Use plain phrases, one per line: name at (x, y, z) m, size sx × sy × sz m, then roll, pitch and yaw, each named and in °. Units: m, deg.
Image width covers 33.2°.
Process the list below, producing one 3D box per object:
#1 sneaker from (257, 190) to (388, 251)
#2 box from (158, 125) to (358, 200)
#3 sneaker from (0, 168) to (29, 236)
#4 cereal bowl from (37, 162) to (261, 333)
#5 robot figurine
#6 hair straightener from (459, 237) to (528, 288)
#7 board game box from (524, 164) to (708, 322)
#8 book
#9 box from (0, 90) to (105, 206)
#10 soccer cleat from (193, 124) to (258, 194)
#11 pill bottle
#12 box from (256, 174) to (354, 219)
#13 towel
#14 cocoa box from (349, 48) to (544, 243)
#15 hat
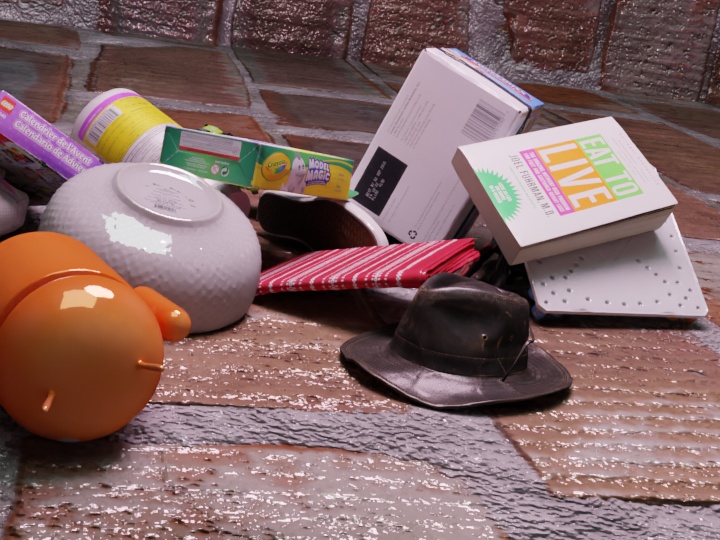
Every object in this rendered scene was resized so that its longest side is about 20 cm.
sneaker at (-0.022, -0.051, 1.304) m, size 0.085 × 0.073 × 0.200 m, roll -3°, pitch 21°, yaw -41°
box at (-0.092, -0.104, 1.200) m, size 0.117 × 0.049 × 0.200 m, roll 14°, pitch 4°, yaw 28°
sneaker at (-0.402, -0.075, 1.206) m, size 0.088 × 0.082 × 0.200 m, roll -3°, pitch 25°, yaw -46°
cereal bowl at (-0.177, -0.036, 1.061) m, size 0.200 × 0.083 × 0.200 m, roll 18°, pitch 29°, yaw -10°
robot figurine at (-0.206, 0.044, 0.817) m, size 0.144 × 0.117 × 0.200 m, roll 31°, pitch 0°, yaw -35°
hair straightener at (0.161, 0.001, 1.311) m, size 0.077 × 0.041 × 0.200 m, roll 33°, pitch 15°, yaw 8°
board game box at (0.248, -0.034, 1.267) m, size 0.199 × 0.026 × 0.200 m, roll 2°, pitch 56°, yaw -21°
book at (0.209, -0.086, 1.247) m, size 0.200 × 0.048 × 0.134 m, roll -15°, pitch 62°, yaw -26°
box at (-0.350, -0.118, 1.218) m, size 0.137 × 0.039 × 0.200 m, roll 37°, pitch -21°, yaw -32°
soccer cleat at (-0.159, -0.133, 1.439) m, size 0.199 × 0.081 × 0.068 m, roll 0°, pitch 15°, yaw 21°
pill bottle at (-0.212, -0.105, 1.293) m, size 0.200 × 0.104 × 0.104 m, roll 38°, pitch 28°, yaw 24°
box at (-0.027, -0.084, 1.484) m, size 0.143 × 0.036 × 0.200 m, roll 12°, pitch 19°, yaw 13°
towel at (0.000, 0.000, 1.146) m, size 0.200 × 0.023 × 0.145 m, roll -4°, pitch 11°, yaw 27°
cocoa box at (0.094, -0.135, 1.368) m, size 0.133 × 0.200 × 0.131 m, roll 34°, pitch 20°, yaw 12°
hat at (0.086, 0.046, 1.013) m, size 0.200 × 0.081 × 0.201 m, roll 8°, pitch 17°, yaw -2°
